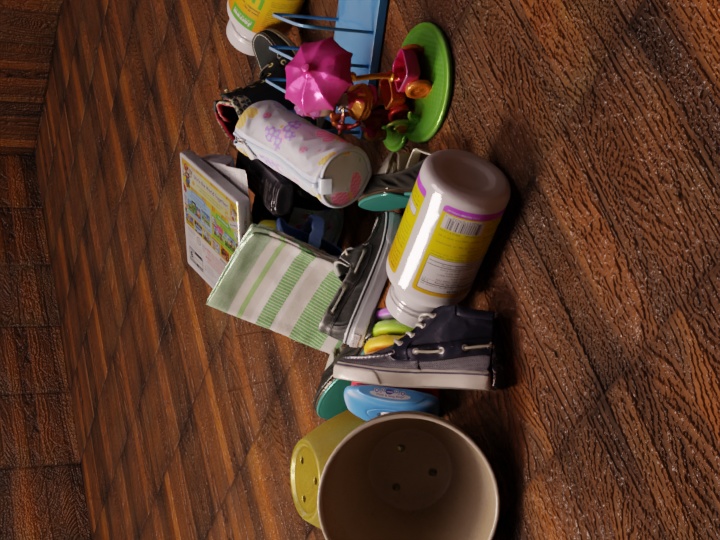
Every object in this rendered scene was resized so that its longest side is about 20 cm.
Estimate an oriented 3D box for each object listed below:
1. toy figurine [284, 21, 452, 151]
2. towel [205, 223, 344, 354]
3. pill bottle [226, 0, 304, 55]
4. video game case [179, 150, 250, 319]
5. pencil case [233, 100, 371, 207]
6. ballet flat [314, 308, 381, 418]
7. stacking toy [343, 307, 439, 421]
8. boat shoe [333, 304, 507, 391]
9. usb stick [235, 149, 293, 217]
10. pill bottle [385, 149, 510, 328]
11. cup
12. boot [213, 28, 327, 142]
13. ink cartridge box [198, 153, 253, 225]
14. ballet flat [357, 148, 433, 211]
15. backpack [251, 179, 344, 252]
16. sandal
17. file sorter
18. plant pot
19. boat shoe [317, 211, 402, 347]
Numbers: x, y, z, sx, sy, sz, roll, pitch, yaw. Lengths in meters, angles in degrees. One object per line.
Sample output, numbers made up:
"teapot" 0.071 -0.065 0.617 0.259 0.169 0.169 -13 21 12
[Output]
"toy figurine" -0.011 -0.225 1.452 0.200 0.183 0.151 131 133 -56
"towel" -0.087 0.029 1.575 0.153 0.199 0.023 -57 19 29
"pill bottle" -0.144 -0.430 1.824 0.200 0.111 0.111 127 137 -52
"video game case" -0.203 -0.054 1.653 0.200 0.023 0.183 40 137 50
"pencil case" -0.077 -0.151 1.494 0.200 0.091 0.083 32 116 40
"ballet flat" -0.004 0.122 1.573 0.200 0.068 0.069 -51 36 40
"stacking toy" 0.050 0.084 1.438 0.110 0.116 0.201 84 -166 -67
"boat shoe" 0.068 0.085 1.317 0.075 0.199 0.093 27 -115 -74
"usb stick" -0.133 -0.126 1.604 0.200 0.032 0.056 -134 51 -61
"pill bottle" 0.091 -0.030 1.326 0.104 0.104 0.200 -116 35 -43
"cup" 0.056 0.247 1.339 0.143 0.199 0.201 -59 -28 -83
"boot" -0.153 -0.276 1.742 0.204 0.153 0.074 62 142 20
"ink cartridge box" -0.177 -0.078 1.664 0.200 0.057 0.163 14 116 55
"ballet flat" 0.063 -0.113 1.442 0.200 0.068 0.069 -2 78 59
"backpack" -0.096 -0.073 1.706 0.167 0.126 0.200 -103 25 -50
"sandal" -0.058 -0.004 1.610 0.200 0.087 0.080 55 -164 -39
"file sorter" -0.056 -0.298 1.622 0.139 0.122 0.201 -140 54 -60
"plant pot" -0.007 0.263 1.494 0.200 0.141 0.201 180 90 -64
"boat shoe" 0.000 0.000 1.477 0.072 0.071 0.200 110 180 -57
